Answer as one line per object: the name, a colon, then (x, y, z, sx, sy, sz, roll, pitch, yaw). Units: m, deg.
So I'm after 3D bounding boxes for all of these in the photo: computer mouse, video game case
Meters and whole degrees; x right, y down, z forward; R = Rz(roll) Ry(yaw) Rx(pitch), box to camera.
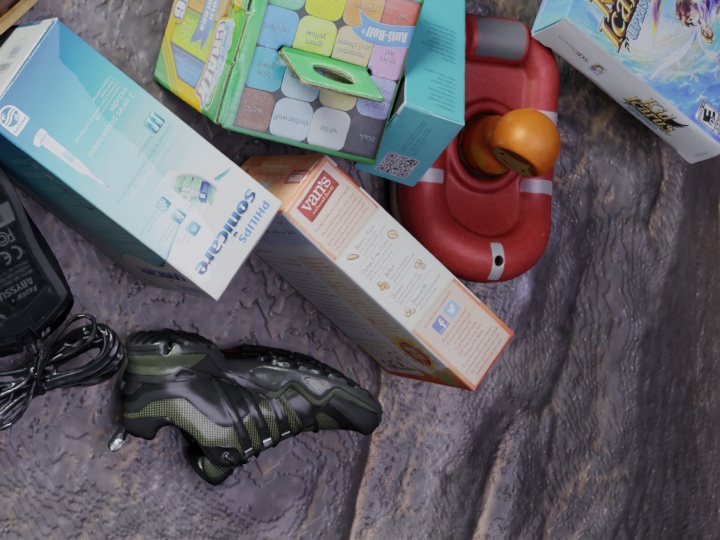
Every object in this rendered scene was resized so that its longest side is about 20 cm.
computer mouse: (-0.256, 0.003, 1.347, 0.138, 0.053, 0.201, -24, 112, -6)
video game case: (0.237, -0.217, 1.560, 0.181, 0.045, 0.201, 34, 60, -24)

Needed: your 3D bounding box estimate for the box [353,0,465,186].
box: (0.036, -0.167, 1.421, 0.049, 0.082, 0.201, 17, 54, -20)

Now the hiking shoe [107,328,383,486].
hiking shoe: (-0.083, 0.106, 1.442, 0.198, 0.076, 0.102, 13, 95, -17)

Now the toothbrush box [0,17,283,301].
toothbrush box: (-0.171, -0.073, 1.339, 0.200, 0.146, 0.086, 40, 77, -22)

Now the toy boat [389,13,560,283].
toy boat: (0.101, -0.091, 1.483, 0.130, 0.130, 0.202, 3, 91, -26)

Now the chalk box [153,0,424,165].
chalk box: (-0.044, -0.154, 1.356, 0.124, 0.200, 0.125, 13, 100, -26)

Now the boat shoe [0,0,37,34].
boat shoe: (-0.293, -0.157, 1.315, 0.200, 0.070, 0.071, -43, 114, -18)

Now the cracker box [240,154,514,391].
cracker box: (0.000, 0.000, 1.435, 0.200, 0.134, 0.058, 42, 75, -22)
